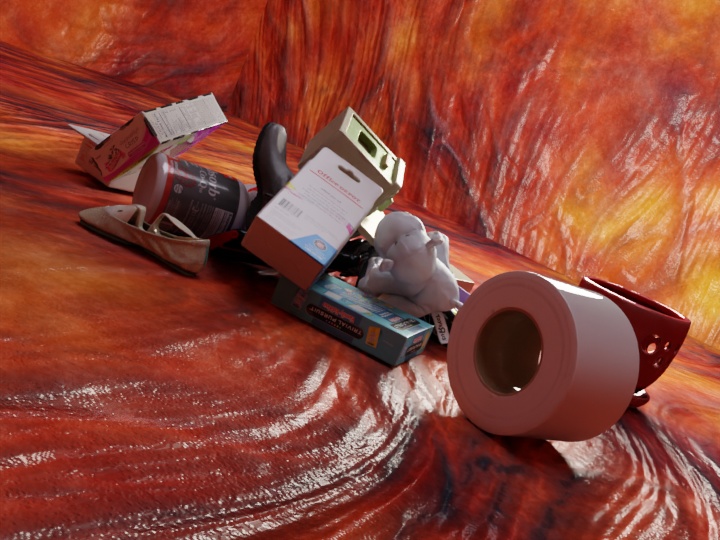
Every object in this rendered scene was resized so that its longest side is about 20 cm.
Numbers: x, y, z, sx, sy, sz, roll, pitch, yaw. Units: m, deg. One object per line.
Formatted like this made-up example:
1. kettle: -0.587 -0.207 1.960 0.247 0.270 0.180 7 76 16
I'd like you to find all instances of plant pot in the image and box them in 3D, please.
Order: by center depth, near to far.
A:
1. plant pot: 0.449 0.127 1.552 0.200 0.183 0.200 23 11 -4

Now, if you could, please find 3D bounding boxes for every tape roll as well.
1. tape roll: 0.226 0.111 1.109 0.139 0.203 0.203 14 14 -42

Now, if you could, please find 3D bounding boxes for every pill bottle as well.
1. pill bottle: -0.250 -0.104 1.401 0.200 0.116 0.116 16 12 -32

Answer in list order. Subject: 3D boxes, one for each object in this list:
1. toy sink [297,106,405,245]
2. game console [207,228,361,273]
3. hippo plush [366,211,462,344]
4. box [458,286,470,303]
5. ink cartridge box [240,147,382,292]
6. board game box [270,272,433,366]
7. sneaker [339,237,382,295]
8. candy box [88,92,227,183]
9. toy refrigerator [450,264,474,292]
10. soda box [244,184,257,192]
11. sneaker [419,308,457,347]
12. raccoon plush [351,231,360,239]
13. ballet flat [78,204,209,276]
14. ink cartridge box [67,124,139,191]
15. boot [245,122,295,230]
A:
1. toy sink: 0.005 -0.165 1.533 0.200 0.112 0.130 46 24 -16
2. game console: -0.119 -0.029 1.328 0.199 0.031 0.177 11 -11 -23
3. hippo plush: 0.067 0.005 1.333 0.161 0.159 0.200 45 17 -54
4. box: 0.206 0.078 1.539 0.200 0.039 0.137 39 2 43
5. ink cartridge box: -0.063 -0.076 1.242 0.115 0.068 0.200 37 45 0
6. board game box: -0.009 0.064 1.262 0.200 0.047 0.151 26 10 16
7. sneaker: 0.000 0.000 1.547 0.113 0.076 0.200 -3 27 20
8. candy box: -0.327 -0.220 1.446 0.061 0.136 0.200 60 31 -4
9. toy refrigerator: 0.128 0.023 1.715 0.200 0.070 0.076 10 24 -50
10. soda box: -0.143 -0.111 1.561 0.199 0.064 0.068 0 35 1
11. sneaker: 0.130 0.054 1.448 0.081 0.074 0.200 -9 39 -33
12. raccoon plush: -0.056 -0.114 1.660 0.097 0.134 0.200 -10 -3 -41
13. ballet flat: -0.295 -0.058 1.221 0.199 0.063 0.067 25 10 9
14. ink cartridge box: -0.416 -0.188 1.554 0.115 0.068 0.200 32 13 35
15. boot: -0.099 -0.134 1.363 0.131 0.201 0.070 0 -9 28
